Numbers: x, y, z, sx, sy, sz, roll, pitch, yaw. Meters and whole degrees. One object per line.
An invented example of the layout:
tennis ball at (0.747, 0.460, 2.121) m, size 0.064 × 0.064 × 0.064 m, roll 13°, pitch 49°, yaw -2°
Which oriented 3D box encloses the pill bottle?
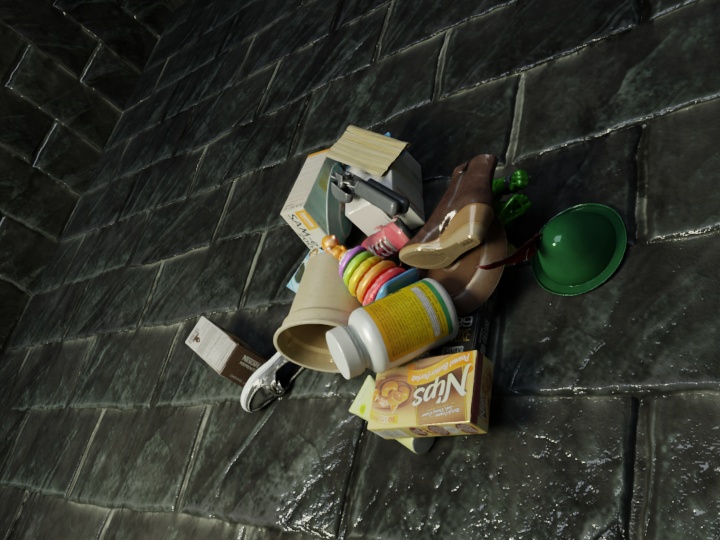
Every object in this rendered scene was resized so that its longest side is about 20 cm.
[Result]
pill bottle at (0.050, 0.099, 1.083) m, size 0.199 × 0.113 × 0.113 m, roll -23°, pitch 35°, yaw -16°

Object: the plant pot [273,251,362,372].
plant pot at (-0.056, 0.072, 1.292) m, size 0.200 × 0.200 × 0.184 m, roll -20°, pitch 48°, yaw 34°

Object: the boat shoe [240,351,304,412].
boat shoe at (-0.172, 0.230, 1.401) m, size 0.200 × 0.070 × 0.066 m, roll -45°, pitch 37°, yaw -3°

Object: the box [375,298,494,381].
box at (0.132, 0.129, 1.176) m, size 0.199 × 0.050 × 0.158 m, roll -10°, pitch 55°, yaw 41°

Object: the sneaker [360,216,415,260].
sneaker at (0.049, -0.044, 1.291) m, size 0.087 × 0.074 × 0.200 m, roll -43°, pitch 7°, yaw -15°

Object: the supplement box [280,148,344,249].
supplement box at (-0.094, -0.168, 1.548) m, size 0.073 × 0.126 × 0.201 m, roll -10°, pitch 44°, yaw 35°

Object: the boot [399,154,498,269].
boot at (0.154, -0.097, 1.135) m, size 0.200 × 0.072 × 0.167 m, roll -21°, pitch 46°, yaw 49°

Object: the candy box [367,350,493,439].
candy box at (0.110, 0.201, 1.058) m, size 0.199 × 0.055 × 0.116 m, roll -15°, pitch 52°, yaw 38°

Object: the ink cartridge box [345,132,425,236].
ink cartridge box at (0.051, -0.164, 1.420) m, size 0.125 × 0.128 × 0.201 m, roll -25°, pitch 45°, yaw 29°

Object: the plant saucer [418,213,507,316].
plant saucer at (0.166, -0.022, 1.150) m, size 0.200 × 0.034 × 0.201 m, roll -28°, pitch 53°, yaw 44°

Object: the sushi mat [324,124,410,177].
sushi mat at (0.010, -0.257, 1.409) m, size 0.200 × 0.012 × 0.096 m, roll 29°, pitch 78°, yaw 45°

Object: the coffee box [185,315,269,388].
coffee box at (-0.303, 0.191, 1.521) m, size 0.200 × 0.114 × 0.080 m, roll 24°, pitch 79°, yaw 50°

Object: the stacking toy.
stacking toy at (0.000, 0.000, 1.212) m, size 0.200 × 0.110 × 0.116 m, roll 40°, pitch 133°, yaw 24°

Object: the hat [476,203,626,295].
hat at (0.306, -0.065, 1.045) m, size 0.165 × 0.176 × 0.201 m, roll -16°, pitch 51°, yaw 38°

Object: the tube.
tube at (0.050, 0.255, 1.166) m, size 0.058 × 0.052 × 0.200 m, roll -23°, pitch 26°, yaw -26°

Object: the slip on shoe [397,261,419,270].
slip on shoe at (0.112, -0.014, 1.299) m, size 0.074 × 0.061 × 0.201 m, roll 18°, pitch 73°, yaw 52°

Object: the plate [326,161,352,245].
plate at (-0.040, -0.141, 1.468) m, size 0.025 × 0.200 × 0.201 m, roll 3°, pitch 59°, yaw 11°

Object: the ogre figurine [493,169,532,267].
ogre figurine at (0.239, -0.088, 1.187) m, size 0.098 × 0.201 × 0.120 m, roll -11°, pitch 25°, yaw -13°

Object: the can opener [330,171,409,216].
can opener at (0.013, -0.146, 1.318) m, size 0.200 × 0.053 × 0.067 m, roll 36°, pitch 127°, yaw 38°

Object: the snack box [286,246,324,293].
snack box at (-0.076, 0.025, 1.478) m, size 0.200 × 0.037 × 0.116 m, roll 26°, pitch 81°, yaw 52°
